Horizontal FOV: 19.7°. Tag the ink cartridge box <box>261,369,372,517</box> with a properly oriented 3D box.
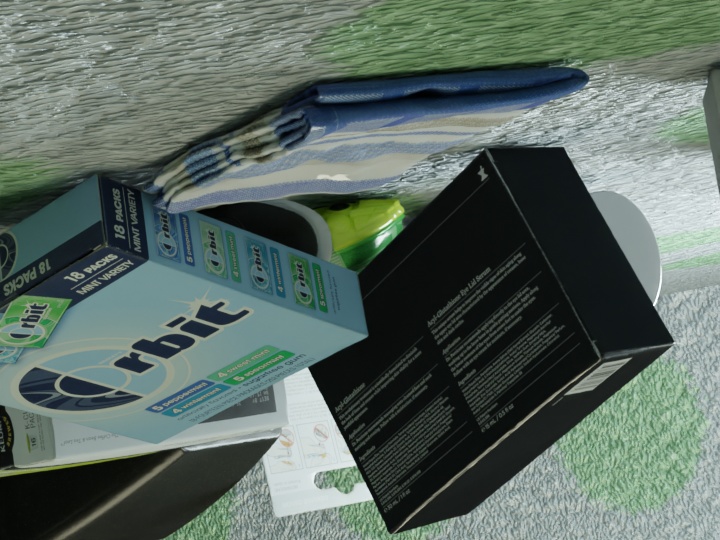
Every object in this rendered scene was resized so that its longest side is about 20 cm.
[{"bbox_3d":[-0.045,0.103,1.766,0.162,0.201,0.057,-5,172,-39],"label":"ink cartridge box"}]

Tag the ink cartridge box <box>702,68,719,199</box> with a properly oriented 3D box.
[{"bbox_3d":[0.280,-0.041,1.020,0.199,0.147,0.084,-10,174,6],"label":"ink cartridge box"}]

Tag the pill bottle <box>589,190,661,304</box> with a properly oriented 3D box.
[{"bbox_3d":[0.111,0.009,1.479,0.113,0.115,0.199,-6,174,-41],"label":"pill bottle"}]

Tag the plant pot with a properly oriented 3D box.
[{"bbox_3d":[-0.183,0.105,1.656,0.177,0.201,0.199,-25,167,33],"label":"plant pot"}]

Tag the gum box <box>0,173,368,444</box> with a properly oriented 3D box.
[{"bbox_3d":[-0.124,0.028,1.117,0.169,0.045,0.199,-28,150,32],"label":"gum box"}]

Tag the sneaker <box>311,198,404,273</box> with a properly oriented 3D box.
[{"bbox_3d":[0.000,0.000,1.330,0.074,0.084,0.200,-10,175,7],"label":"sneaker"}]

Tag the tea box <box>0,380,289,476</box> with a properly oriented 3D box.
[{"bbox_3d":[-0.190,0.065,1.424,0.199,0.135,0.196,-5,173,-43],"label":"tea box"}]

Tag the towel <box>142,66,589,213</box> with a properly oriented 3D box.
[{"bbox_3d":[-0.002,-0.060,0.975,0.146,0.024,0.200,-8,175,-27],"label":"towel"}]

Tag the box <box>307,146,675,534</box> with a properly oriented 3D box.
[{"bbox_3d":[0.067,0.041,1.220,0.079,0.142,0.200,-8,152,-47],"label":"box"}]

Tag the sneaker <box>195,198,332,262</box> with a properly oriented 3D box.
[{"bbox_3d":[-0.117,0.002,1.181,0.199,0.071,0.099,-7,-178,29],"label":"sneaker"}]
